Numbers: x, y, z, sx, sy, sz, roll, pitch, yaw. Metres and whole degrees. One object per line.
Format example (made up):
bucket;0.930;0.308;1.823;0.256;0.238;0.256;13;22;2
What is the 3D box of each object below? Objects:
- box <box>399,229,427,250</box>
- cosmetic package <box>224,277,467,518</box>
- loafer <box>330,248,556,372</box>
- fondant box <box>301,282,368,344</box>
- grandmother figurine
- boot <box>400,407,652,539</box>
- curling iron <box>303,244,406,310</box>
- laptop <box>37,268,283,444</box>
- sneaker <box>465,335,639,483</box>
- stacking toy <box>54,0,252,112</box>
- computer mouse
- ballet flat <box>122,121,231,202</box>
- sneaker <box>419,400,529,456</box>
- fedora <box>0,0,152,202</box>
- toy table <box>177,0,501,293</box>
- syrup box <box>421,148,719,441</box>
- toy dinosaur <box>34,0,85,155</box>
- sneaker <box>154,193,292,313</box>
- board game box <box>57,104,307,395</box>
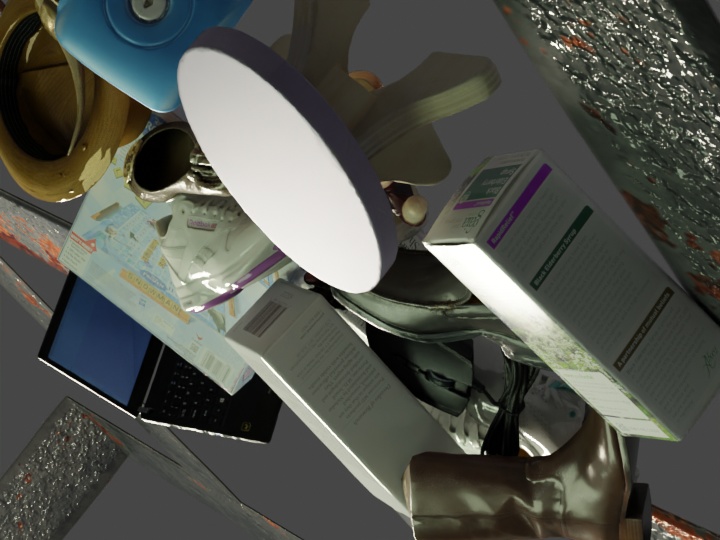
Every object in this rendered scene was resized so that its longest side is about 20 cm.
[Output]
box;-0.017;-0.064;1.573;0.200;0.042;0.039;46;164;-21
cosmetic package;-0.009;0.104;1.670;0.200;0.071;0.101;48;169;-21
loafer;0.076;0.010;1.456;0.198;0.073;0.073;11;137;8
fondant box;-0.031;0.016;1.818;0.200;0.058;0.144;40;165;2
grandmother figurine;0.009;-0.075;1.451;0.122;0.060;0.200;54;177;28
boot;0.115;0.143;1.571;0.198;0.064;0.188;1;123;18
curling iron;0.000;0.000;1.599;0.049;0.026;0.200;20;163;-13
laptop;-0.159;0.041;1.859;0.198;0.179;0.104;9;153;16
sneaker;0.151;0.109;1.651;0.200;0.075;0.089;49;137;16
stacking toy;-0.137;-0.174;1.460;0.109;0.117;0.200;35;179;3
computer mouse;0.063;0.053;1.629;0.200;0.046;0.141;47;137;35
ballet flat;-0.144;-0.085;1.612;0.046;0.068;0.199;11;180;-30
sneaker;0.106;0.135;1.770;0.198;0.077;0.081;16;160;8
fedora;-0.226;-0.149;1.674;0.081;0.203;0.200;-2;-161;-43
toy table;-0.015;-0.096;1.262;0.183;0.117;0.201;20;148;33
syrup box;0.143;0.017;1.330;0.200;0.082;0.079;44;163;-16
toy dinosaur;-0.228;-0.201;1.584;0.202;0.058;0.101;66;151;9
sneaker;-0.108;-0.032;1.629;0.200;0.075;0.100;-27;90;54
board game box;-0.138;-0.030;1.738;0.199;0.041;0.200;37;124;9
